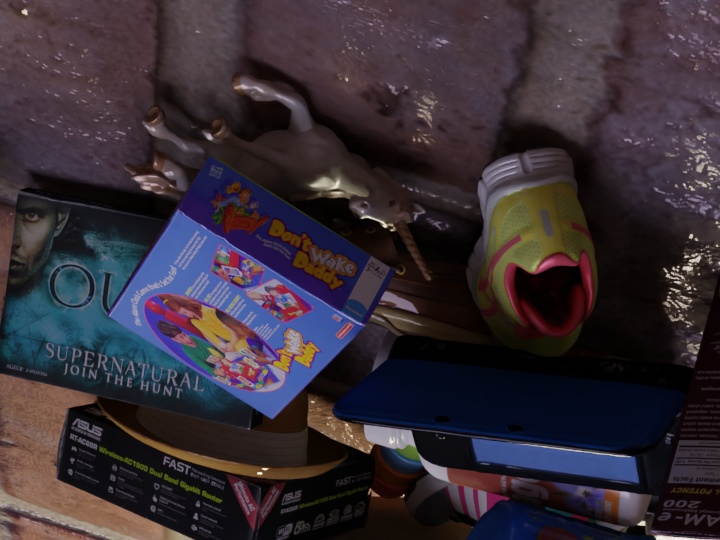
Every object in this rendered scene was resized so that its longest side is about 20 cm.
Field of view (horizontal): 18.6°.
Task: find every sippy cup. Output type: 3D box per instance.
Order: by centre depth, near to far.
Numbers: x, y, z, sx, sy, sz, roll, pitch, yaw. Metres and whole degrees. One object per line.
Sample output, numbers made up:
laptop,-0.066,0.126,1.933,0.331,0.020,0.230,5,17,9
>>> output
sippy cup,0.133,0.223,1.487,0.130,0.140,0.178,26,148,-13

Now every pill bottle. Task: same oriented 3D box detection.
pill bottle,0.108,0.101,1.518,0.199,0.113,0.112,13,152,14

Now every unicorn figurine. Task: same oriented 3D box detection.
unicorn figurine,-0.051,-0.065,1.383,0.137,0.074,0.200,31,167,-35

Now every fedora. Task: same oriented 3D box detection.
fedora,-0.096,0.088,1.627,0.200,0.082,0.201,13,-169,-2

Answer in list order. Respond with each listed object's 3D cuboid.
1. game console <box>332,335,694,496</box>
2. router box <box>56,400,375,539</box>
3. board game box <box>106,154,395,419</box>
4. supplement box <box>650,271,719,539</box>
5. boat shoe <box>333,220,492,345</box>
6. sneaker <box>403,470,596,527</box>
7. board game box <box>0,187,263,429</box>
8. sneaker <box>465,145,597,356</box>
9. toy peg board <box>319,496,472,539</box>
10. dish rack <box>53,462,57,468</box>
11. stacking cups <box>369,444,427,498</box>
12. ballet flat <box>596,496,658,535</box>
game console,0.103,0.111,1.359,0.199,0.119,0.171,6,138,21
router box,-0.110,0.152,1.691,0.199,0.062,0.150,19,-165,32
board game box,-0.075,0.015,1.404,0.134,0.045,0.200,32,153,-6
supplement box,0.242,0.095,1.319,0.061,0.201,0.109,-1,147,35
boat shoe,0.000,0.000,1.461,0.199,0.068,0.072,19,177,1
sneaker,0.112,0.192,1.660,0.083,0.121,0.200,-12,165,-32
board game box,-0.156,0.025,1.547,0.199,0.136,0.028,11,-171,16
sneaker,0.110,0.012,1.356,0.078,0.091,0.200,-16,148,0
toy peg board,0.002,0.255,1.698,0.198,0.098,0.200,5,-164,-21
dish rack,-0.145,0.187,1.848,0.171,0.044,0.200,21,177,28
stacking cups,0.040,0.124,1.681,0.060,0.061,0.200,22,158,-3
ballet flat,0.215,0.190,1.657,0.199,0.073,0.073,16,153,10
